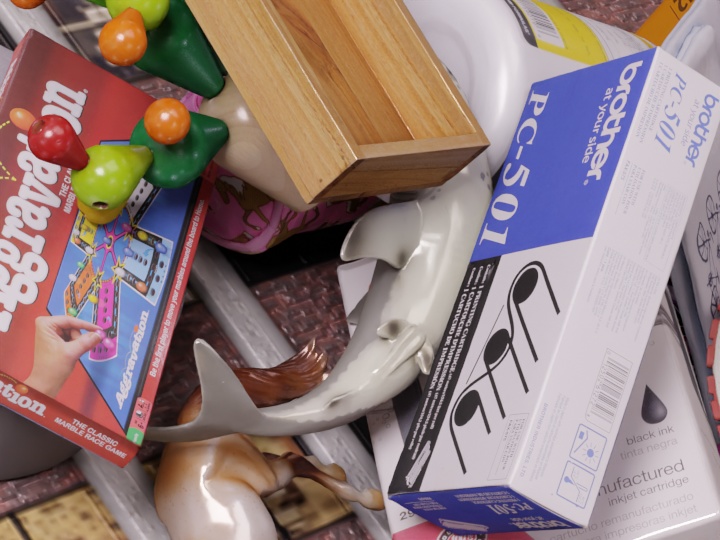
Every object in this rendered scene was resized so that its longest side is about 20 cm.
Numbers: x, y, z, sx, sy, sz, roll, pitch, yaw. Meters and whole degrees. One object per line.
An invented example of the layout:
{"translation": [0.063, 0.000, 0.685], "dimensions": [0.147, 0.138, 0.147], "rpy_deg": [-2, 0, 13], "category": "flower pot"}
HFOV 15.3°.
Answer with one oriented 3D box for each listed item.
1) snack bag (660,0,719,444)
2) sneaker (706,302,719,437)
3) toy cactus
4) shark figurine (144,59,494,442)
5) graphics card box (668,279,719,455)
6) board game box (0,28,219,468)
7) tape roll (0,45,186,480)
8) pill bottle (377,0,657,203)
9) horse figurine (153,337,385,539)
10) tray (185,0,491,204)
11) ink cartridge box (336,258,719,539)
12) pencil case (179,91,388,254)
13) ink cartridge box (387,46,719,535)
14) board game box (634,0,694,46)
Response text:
{"translation": [0.183, -0.039, 1.306], "dimensions": [0.200, 0.021, 0.189], "rpy_deg": [-52, 131, -56], "category": "snack bag"}
{"translation": [0.213, 0.088, 1.202], "dimensions": [0.078, 0.082, 0.200], "rpy_deg": [37, 34, -58], "category": "sneaker"}
{"translation": [-0.079, -0.080, 1.153], "dimensions": [0.165, 0.102, 0.200], "rpy_deg": [43, 29, -30], "category": "toy cactus"}
{"translation": [-0.001, 0.022, 1.167], "dimensions": [0.128, 0.089, 0.215], "rpy_deg": [46, 65, -17], "category": "shark figurine"}
{"translation": [0.153, 0.060, 1.361], "dimensions": [0.200, 0.051, 0.126], "rpy_deg": [29, 39, -16], "category": "graphics card box"}
{"translation": [-0.120, -0.014, 1.122], "dimensions": [0.103, 0.019, 0.200], "rpy_deg": [28, 39, -15], "category": "board game box"}
{"translation": [-0.175, -0.011, 1.140], "dimensions": [0.200, 0.066, 0.200], "rpy_deg": [23, 41, -22], "category": "tape roll"}
{"translation": [0.091, -0.069, 1.298], "dimensions": [0.200, 0.112, 0.112], "rpy_deg": [12, 45, -47], "category": "pill bottle"}
{"translation": [-0.041, 0.115, 1.145], "dimensions": [0.132, 0.050, 0.200], "rpy_deg": [18, 45, -35], "category": "horse figurine"}
{"translation": [-0.034, -0.122, 1.116], "dimensions": [0.099, 0.037, 0.200], "rpy_deg": [-10, 65, -54], "category": "tray"}
{"translation": [0.081, 0.071, 1.200], "dimensions": [0.085, 0.146, 0.200], "rpy_deg": [62, 12, -48], "category": "ink cartridge box"}
{"translation": [-0.011, -0.072, 1.326], "dimensions": [0.086, 0.083, 0.200], "rpy_deg": [30, 33, 26], "category": "pencil case"}
{"translation": [0.082, 0.010, 1.116], "dimensions": [0.044, 0.094, 0.200], "rpy_deg": [30, 69, -25], "category": "ink cartridge box"}
{"translation": [0.288, -0.087, 1.495], "dimensions": [0.200, 0.200, 0.200], "rpy_deg": [-8, 58, -44], "category": "board game box"}
